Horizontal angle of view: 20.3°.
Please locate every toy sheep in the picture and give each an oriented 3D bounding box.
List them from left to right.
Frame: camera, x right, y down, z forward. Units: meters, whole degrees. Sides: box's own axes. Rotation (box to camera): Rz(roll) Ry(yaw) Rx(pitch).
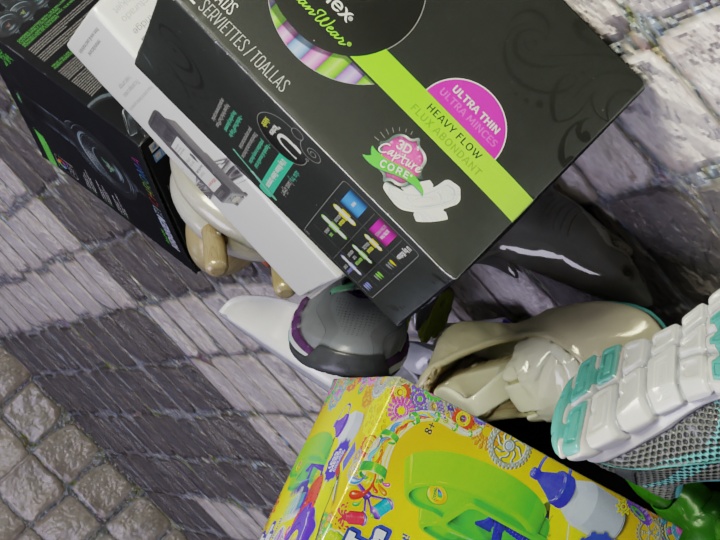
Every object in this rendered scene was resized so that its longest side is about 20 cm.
[{"bbox_3d":[-0.053,-0.072,1.250,0.138,0.138,0.200,42,124,8],"label":"toy sheep"}]

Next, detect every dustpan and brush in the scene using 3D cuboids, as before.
[{"bbox_3d":[0.002,0.059,1.336,0.140,0.057,0.200,36,174,-25],"label":"dustpan and brush"}]

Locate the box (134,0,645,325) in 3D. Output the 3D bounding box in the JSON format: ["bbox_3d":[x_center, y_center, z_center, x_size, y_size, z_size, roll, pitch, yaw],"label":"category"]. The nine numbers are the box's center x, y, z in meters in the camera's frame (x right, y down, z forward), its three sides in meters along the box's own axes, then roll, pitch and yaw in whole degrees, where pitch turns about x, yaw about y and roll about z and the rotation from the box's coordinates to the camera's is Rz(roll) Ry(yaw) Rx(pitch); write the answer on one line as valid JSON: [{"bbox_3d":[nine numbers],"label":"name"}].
[{"bbox_3d":[0.011,-0.099,1.013,0.200,0.149,0.124,44,163,0],"label":"box"}]

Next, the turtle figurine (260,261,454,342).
[{"bbox_3d":[-0.011,-0.007,1.428,0.161,0.064,0.200,32,-176,29],"label":"turtle figurine"}]

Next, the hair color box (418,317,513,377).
[{"bbox_3d":[0.053,0.132,1.368,0.065,0.200,0.109,32,167,-15],"label":"hair color box"}]

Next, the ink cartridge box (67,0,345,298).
[{"bbox_3d":[-0.039,-0.106,1.122,0.200,0.145,0.083,47,161,-6],"label":"ink cartridge box"}]

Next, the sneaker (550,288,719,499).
[{"bbox_3d":[0.196,0.062,1.025,0.091,0.078,0.200,36,139,-27],"label":"sneaker"}]

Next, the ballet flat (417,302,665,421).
[{"bbox_3d":[0.097,0.062,1.147,0.069,0.069,0.200,49,153,-16],"label":"ballet flat"}]

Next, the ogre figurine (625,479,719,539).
[{"bbox_3d":[0.224,0.120,1.132,0.200,0.098,0.120,-13,118,29],"label":"ogre figurine"}]

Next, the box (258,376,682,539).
[{"bbox_3d":[0.040,0.191,1.128,0.192,0.200,0.122,28,168,-14],"label":"box"}]

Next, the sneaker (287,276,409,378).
[{"bbox_3d":[0.000,0.000,1.246,0.074,0.088,0.200,9,-162,1],"label":"sneaker"}]

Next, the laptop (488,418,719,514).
[{"bbox_3d":[0.129,0.197,1.280,0.187,0.200,0.116,3,174,1],"label":"laptop"}]

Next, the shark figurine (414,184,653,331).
[{"bbox_3d":[0.067,-0.015,1.196,0.128,0.089,0.214,51,161,-17],"label":"shark figurine"}]

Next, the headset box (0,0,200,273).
[{"bbox_3d":[-0.178,-0.122,1.508,0.200,0.093,0.174,37,161,28],"label":"headset box"}]
